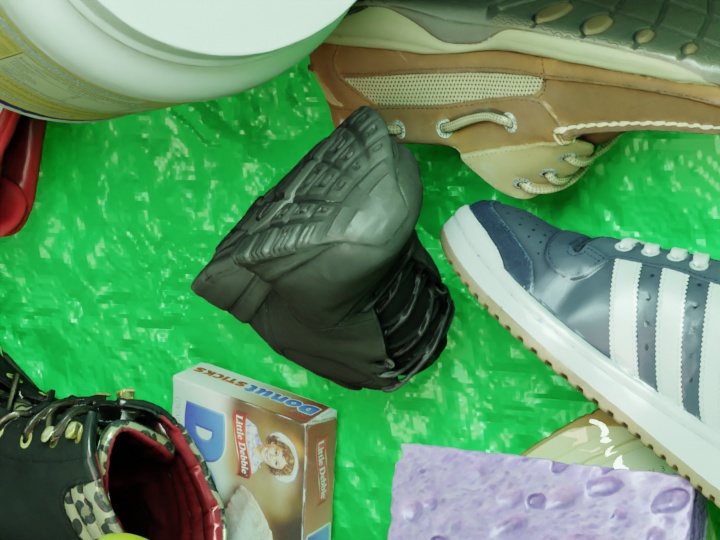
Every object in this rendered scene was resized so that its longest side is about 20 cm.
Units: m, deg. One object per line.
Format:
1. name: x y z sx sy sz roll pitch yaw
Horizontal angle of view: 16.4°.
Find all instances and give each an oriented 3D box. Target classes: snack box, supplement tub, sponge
1. snack box: -0.048 0.142 1.064 0.072 0.024 0.200 18 117 32
2. supplement tub: -0.078 -0.127 0.858 0.200 0.145 0.146 2 110 68
3. sponge: 0.058 0.165 0.868 0.111 0.030 0.200 3 83 23

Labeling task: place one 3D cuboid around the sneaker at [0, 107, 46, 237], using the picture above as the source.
1. sneaker: -0.213 -0.034 1.032 0.116 0.078 0.200 43 90 19

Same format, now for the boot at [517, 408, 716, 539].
1. boot: 0.073 0.159 0.935 0.200 0.073 0.156 -40 68 33

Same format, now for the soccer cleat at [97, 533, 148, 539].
1. soccer cleat: -0.050 0.170 0.993 0.084 0.065 0.200 -12 130 15

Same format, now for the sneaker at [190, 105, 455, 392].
1. sneaker: 0.000 0.000 0.912 0.091 0.076 0.200 42 170 -3

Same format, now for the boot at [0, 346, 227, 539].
1. boot: -0.144 0.057 1.056 0.154 0.073 0.204 -17 103 52

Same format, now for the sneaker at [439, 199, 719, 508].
1. sneaker: 0.126 0.011 0.847 0.200 0.070 0.109 40 101 26

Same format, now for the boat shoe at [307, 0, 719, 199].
1. boat shoe: 0.063 -0.067 0.882 0.200 0.076 0.074 14 120 41
